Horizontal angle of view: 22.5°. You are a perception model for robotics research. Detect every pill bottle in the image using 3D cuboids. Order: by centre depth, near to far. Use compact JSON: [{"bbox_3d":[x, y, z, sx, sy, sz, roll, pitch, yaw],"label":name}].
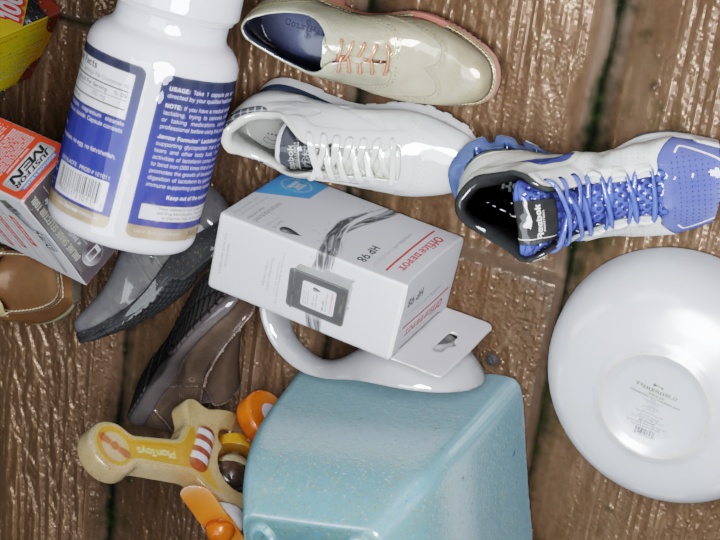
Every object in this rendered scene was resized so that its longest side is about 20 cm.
[{"bbox_3d":[-0.155,-0.122,1.341,0.115,0.116,0.201,22,106,18],"label":"pill bottle"}]

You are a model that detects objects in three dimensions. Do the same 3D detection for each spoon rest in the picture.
[{"bbox_3d":[0.006,0.065,1.427,0.199,0.099,0.061,19,108,31],"label":"spoon rest"}]

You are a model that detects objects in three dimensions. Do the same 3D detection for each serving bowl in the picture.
[{"bbox_3d":[0.225,0.088,1.335,0.199,0.066,0.201,11,115,23],"label":"serving bowl"}]

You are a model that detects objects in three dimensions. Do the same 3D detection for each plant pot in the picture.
[{"bbox_3d":[0.006,0.203,1.412,0.195,0.200,0.197,4,111,26],"label":"plant pot"}]

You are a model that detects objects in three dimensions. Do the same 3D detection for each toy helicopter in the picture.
[{"bbox_3d":[-0.137,0.162,1.438,0.079,0.199,0.133,-36,56,36],"label":"toy helicopter"}]

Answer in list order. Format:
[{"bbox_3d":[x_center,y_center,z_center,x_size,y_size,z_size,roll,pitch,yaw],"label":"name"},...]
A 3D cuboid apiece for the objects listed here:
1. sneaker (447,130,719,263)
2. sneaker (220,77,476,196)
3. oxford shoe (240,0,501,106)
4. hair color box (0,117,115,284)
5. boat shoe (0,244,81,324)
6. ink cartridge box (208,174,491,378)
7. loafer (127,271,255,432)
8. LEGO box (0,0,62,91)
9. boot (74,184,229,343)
[{"bbox_3d":[0.153,-0.045,1.273,0.198,0.115,0.081,0,111,11],"label":"sneaker"},{"bbox_3d":[-0.007,-0.090,1.372,0.199,0.080,0.077,11,113,20],"label":"sneaker"},{"bbox_3d":[0.005,-0.157,1.341,0.199,0.074,0.071,16,116,21],"label":"oxford shoe"},{"bbox_3d":[-0.291,-0.072,1.471,0.200,0.064,0.111,25,157,37],"label":"hair color box"},{"bbox_3d":[-0.322,0.014,1.551,0.199,0.074,0.076,-3,96,41],"label":"boat shoe"},{"bbox_3d":[0.000,0.000,1.383,0.199,0.116,0.067,21,117,17],"label":"ink cartridge box"},{"bbox_3d":[-0.126,0.070,1.506,0.071,0.073,0.200,25,137,-13],"label":"loafer"},{"bbox_3d":[-0.358,-0.199,1.433,0.149,0.200,0.077,39,123,7],"label":"LEGO box"},{"bbox_3d":[-0.188,-0.035,1.504,0.200,0.070,0.132,-36,84,29],"label":"boot"}]
